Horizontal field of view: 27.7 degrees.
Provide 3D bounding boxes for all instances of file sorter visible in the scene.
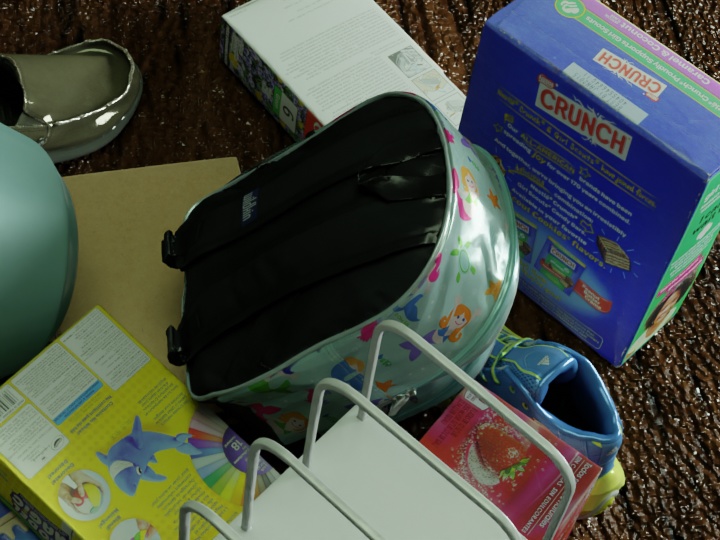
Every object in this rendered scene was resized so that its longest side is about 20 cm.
[{"bbox_3d":[-0.009,0.142,0.698,0.139,0.125,0.200,39,59,18],"label":"file sorter"}]

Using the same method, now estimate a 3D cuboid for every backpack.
[{"bbox_3d":[0.000,0.000,0.862,0.150,0.199,0.178,32,37,-37],"label":"backpack"}]

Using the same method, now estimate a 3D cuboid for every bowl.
[{"bbox_3d":[-0.241,-0.010,0.873,0.104,0.201,0.202,5,49,-38],"label":"bowl"}]

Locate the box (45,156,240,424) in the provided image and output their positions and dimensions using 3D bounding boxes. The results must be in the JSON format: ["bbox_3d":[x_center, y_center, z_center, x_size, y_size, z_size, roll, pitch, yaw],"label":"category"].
[{"bbox_3d":[-0.140,0.017,0.953,0.162,0.021,0.201,-8,56,-13],"label":"box"}]

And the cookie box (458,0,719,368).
[{"bbox_3d":[0.147,-0.060,0.938,0.171,0.201,0.075,39,59,19],"label":"cookie box"}]

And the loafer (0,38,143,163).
[{"bbox_3d":[-0.225,-0.112,0.994,0.075,0.070,0.200,37,49,18],"label":"loafer"}]

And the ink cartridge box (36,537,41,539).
[{"bbox_3d":[-0.272,0.161,0.818,0.199,0.048,0.146,-7,55,-31],"label":"ink cartridge box"}]

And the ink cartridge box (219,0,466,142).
[{"bbox_3d":[-0.003,-0.128,1.059,0.109,0.050,0.200,-30,65,-26],"label":"ink cartridge box"}]

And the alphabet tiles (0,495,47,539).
[{"bbox_3d":[-0.176,0.146,0.827,0.199,0.008,0.167,-32,77,-36],"label":"alphabet tiles"}]

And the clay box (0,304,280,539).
[{"bbox_3d":[-0.120,0.127,0.830,0.200,0.048,0.115,43,52,4],"label":"clay box"}]

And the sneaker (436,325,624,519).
[{"bbox_3d":[0.094,0.058,0.905,0.076,0.105,0.200,-36,67,-28],"label":"sneaker"}]

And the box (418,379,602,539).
[{"bbox_3d":[0.038,0.174,0.818,0.095,0.100,0.200,34,57,16],"label":"box"}]
